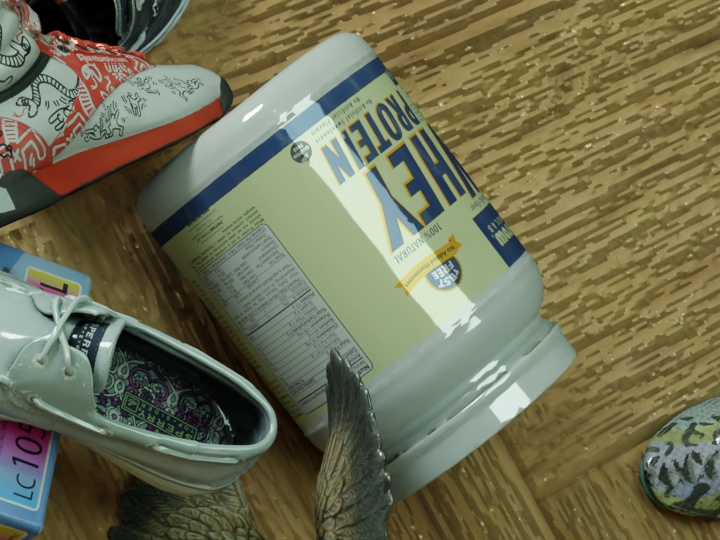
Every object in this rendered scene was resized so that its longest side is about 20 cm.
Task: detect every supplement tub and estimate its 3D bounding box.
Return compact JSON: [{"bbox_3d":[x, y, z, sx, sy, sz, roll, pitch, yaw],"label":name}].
[{"bbox_3d":[0.000,0.000,1.415,0.200,0.145,0.145,52,53,-2],"label":"supplement tub"}]

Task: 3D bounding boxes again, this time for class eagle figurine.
[{"bbox_3d":[-0.018,0.162,1.348,0.151,0.151,0.201,-38,104,-15],"label":"eagle figurine"}]

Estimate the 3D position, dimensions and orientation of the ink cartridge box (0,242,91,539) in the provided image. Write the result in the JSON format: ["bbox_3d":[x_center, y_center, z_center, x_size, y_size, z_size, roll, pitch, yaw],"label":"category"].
[{"bbox_3d":[-0.235,0.039,1.297,0.199,0.076,0.137,20,60,-22],"label":"ink cartridge box"}]

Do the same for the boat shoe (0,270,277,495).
[{"bbox_3d":[-0.126,0.039,1.273,0.200,0.071,0.070,26,58,-23],"label":"boat shoe"}]

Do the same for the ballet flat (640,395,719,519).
[{"bbox_3d":[0.247,0.094,1.576,0.199,0.072,0.073,-4,72,-33],"label":"ballet flat"}]

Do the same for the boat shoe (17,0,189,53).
[{"bbox_3d":[-0.136,-0.134,1.436,0.072,0.068,0.200,49,53,-4],"label":"boat shoe"}]

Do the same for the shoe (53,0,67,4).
[{"bbox_3d":[-0.191,-0.212,1.406,0.053,0.070,0.200,-44,70,-1],"label":"shoe"}]

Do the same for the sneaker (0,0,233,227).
[{"bbox_3d":[-0.142,-0.095,1.341,0.201,0.067,0.109,-31,101,-49],"label":"sneaker"}]
